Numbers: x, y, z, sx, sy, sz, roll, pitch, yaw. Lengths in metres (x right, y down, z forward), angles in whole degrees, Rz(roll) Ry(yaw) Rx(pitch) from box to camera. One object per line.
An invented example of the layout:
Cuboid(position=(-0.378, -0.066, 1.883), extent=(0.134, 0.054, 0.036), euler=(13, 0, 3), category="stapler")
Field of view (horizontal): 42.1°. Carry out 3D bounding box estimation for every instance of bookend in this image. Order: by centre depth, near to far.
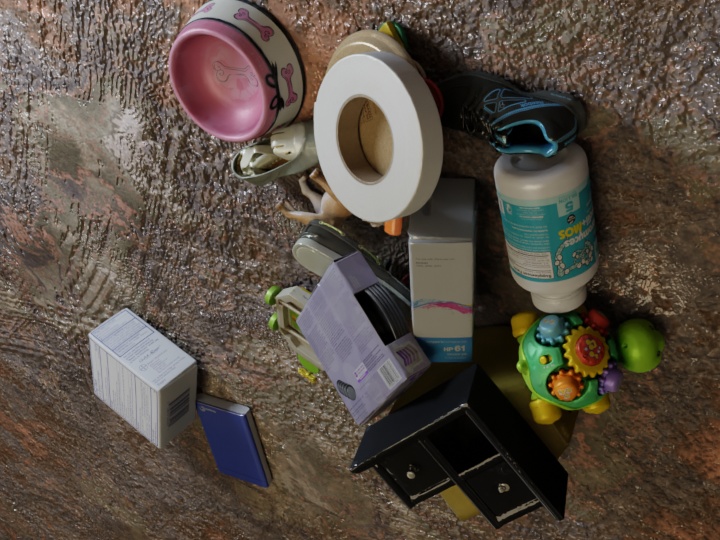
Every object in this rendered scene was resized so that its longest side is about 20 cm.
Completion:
Cuboid(position=(0.128, 0.258, 1.207), extent=(0.199, 0.092, 0.199), euler=(-33, 103, 28), category="bookend")

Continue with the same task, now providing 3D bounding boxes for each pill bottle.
Cuboid(position=(0.229, -0.049, 1.134), extent=(0.110, 0.111, 0.202), euler=(7, 128, 32), category="pill bottle")

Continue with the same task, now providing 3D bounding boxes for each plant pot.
Cuboid(position=(0.194, 0.193, 1.313), extent=(0.199, 0.196, 0.195), euler=(-27, 106, 35), category="plant pot")

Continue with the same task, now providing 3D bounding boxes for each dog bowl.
Cuboid(position=(-0.177, -0.266, 1.284), extent=(0.198, 0.074, 0.202), euler=(20, 133, 23), category="dog bowl")

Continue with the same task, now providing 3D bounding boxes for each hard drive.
Cuboid(position=(-0.255, 0.343, 1.879), extent=(0.131, 0.025, 0.202), euler=(11, 130, 30), category="hard drive")

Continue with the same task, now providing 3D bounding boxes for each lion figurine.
Cuboid(position=(-0.034, -0.094, 1.335), extent=(0.122, 0.073, 0.200), euler=(42, 153, -12), category="lion figurine")

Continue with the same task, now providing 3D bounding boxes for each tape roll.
Cuboid(position=(0.017, -0.159, 1.120), extent=(0.202, 0.037, 0.205), euler=(24, 122, 44), category="tape roll")

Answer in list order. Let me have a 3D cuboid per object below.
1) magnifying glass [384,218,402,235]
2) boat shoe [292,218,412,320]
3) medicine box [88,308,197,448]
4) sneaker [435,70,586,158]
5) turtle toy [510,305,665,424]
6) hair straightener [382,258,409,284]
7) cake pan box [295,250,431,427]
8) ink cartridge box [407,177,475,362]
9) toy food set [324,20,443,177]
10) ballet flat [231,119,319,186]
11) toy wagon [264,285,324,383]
Cuboid(position=(0.051, -0.142, 1.212), extent=(0.079, 0.022, 0.202), euler=(34, 126, 46), category="magnifying glass")
Cuboid(position=(0.001, -0.001, 1.323), extent=(0.201, 0.061, 0.072), euler=(32, 145, -9), category="boat shoe")
Cuboid(position=(-0.422, 0.208, 1.817), extent=(0.199, 0.103, 0.183), euler=(34, 138, 21), category="medicine box")
Cuboid(position=(0.159, -0.182, 1.098), extent=(0.198, 0.082, 0.074), euler=(13, 133, 30), category="sneaker")
Cuboid(position=(0.288, 0.106, 1.185), extent=(0.101, 0.198, 0.147), euler=(135, 125, -66), category="turtle toy")
Cuboid(position=(0.006, 0.042, 1.436), extent=(0.077, 0.041, 0.200), euler=(41, 143, 6), category="hair straightener")
Cuboid(position=(-0.002, 0.095, 1.275), extent=(0.185, 0.052, 0.200), euler=(55, 148, 14), category="cake pan box")
Cuboid(position=(0.109, -0.001, 1.224), extent=(0.084, 0.145, 0.202), euler=(0, 128, 8), category="ink cartridge box")
Cuboid(position=(0.023, -0.199, 1.166), extent=(0.198, 0.048, 0.202), euler=(-37, 74, 51), category="toy food set")
Cuboid(position=(-0.113, -0.166, 1.315), extent=(0.063, 0.068, 0.199), euler=(12, 159, -39), category="ballet flat")
Cuboid(position=(-0.084, 0.110, 1.535), extent=(0.154, 0.040, 0.201), euler=(32, 148, 24), category="toy wagon")
